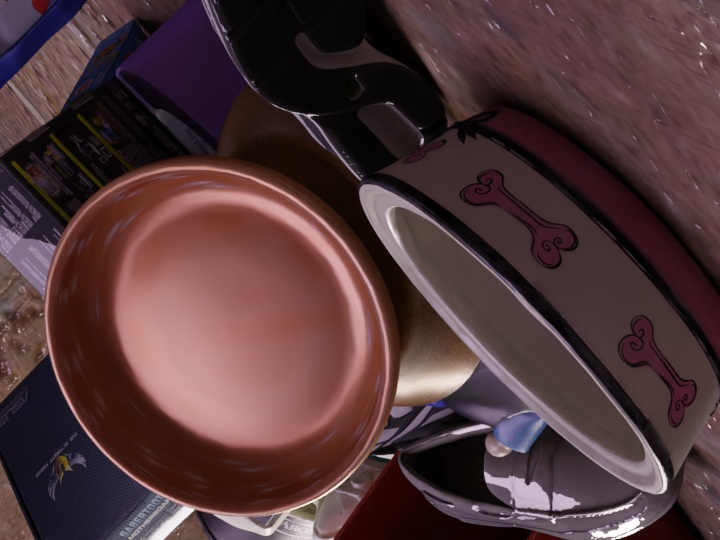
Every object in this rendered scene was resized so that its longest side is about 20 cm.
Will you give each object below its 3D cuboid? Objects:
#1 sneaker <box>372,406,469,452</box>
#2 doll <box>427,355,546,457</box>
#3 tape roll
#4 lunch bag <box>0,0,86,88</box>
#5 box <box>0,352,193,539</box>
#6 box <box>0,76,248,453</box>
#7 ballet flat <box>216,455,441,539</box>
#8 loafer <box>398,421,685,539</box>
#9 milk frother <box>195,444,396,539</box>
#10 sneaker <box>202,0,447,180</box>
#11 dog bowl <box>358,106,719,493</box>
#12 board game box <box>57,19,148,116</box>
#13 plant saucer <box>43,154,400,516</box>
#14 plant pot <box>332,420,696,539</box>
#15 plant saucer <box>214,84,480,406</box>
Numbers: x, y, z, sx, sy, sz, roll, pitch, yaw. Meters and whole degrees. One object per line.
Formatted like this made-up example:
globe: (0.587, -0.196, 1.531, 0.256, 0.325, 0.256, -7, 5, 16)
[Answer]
sneaker: (0.017, 0.082, 1.688, 0.090, 0.200, 0.067, 34, -149, -48)
doll: (0.051, 0.041, 1.540, 0.199, 0.048, 0.137, 6, 128, 42)
tape roll: (-0.054, -0.068, 1.673, 0.200, 0.066, 0.200, 45, 170, 10)
lunch bag: (-0.266, -0.191, 1.757, 0.200, 0.170, 0.124, 41, 173, 26)
box: (-0.145, 0.092, 1.845, 0.051, 0.200, 0.158, 28, -157, -45)
box: (-0.115, -0.006, 1.606, 0.200, 0.044, 0.160, 45, -150, -1)
ballet flat: (-0.040, 0.151, 1.860, 0.199, 0.072, 0.072, 14, 166, 7)
loafer: (0.100, 0.116, 1.604, 0.070, 0.070, 0.200, 23, 159, -35)
milk frother: (-0.019, 0.083, 1.999, 0.188, 0.180, 0.201, -53, 50, 49)
sneaker: (-0.046, -0.121, 1.361, 0.115, 0.076, 0.201, 34, 168, 44)
dog bowl: (0.093, 0.007, 1.305, 0.200, 0.074, 0.200, 45, 172, 8)
board game box: (-0.126, -0.069, 1.810, 0.152, 0.037, 0.200, 55, -166, -13)
plant saucer: (-0.071, 0.032, 1.493, 0.200, 0.200, 0.037, 46, -153, 0)
plant pot: (0.111, 0.201, 1.765, 0.176, 0.200, 0.200, 38, 175, -25)
plant saucer: (-0.017, -0.011, 1.512, 0.200, 0.035, 0.201, 25, 129, 35)
